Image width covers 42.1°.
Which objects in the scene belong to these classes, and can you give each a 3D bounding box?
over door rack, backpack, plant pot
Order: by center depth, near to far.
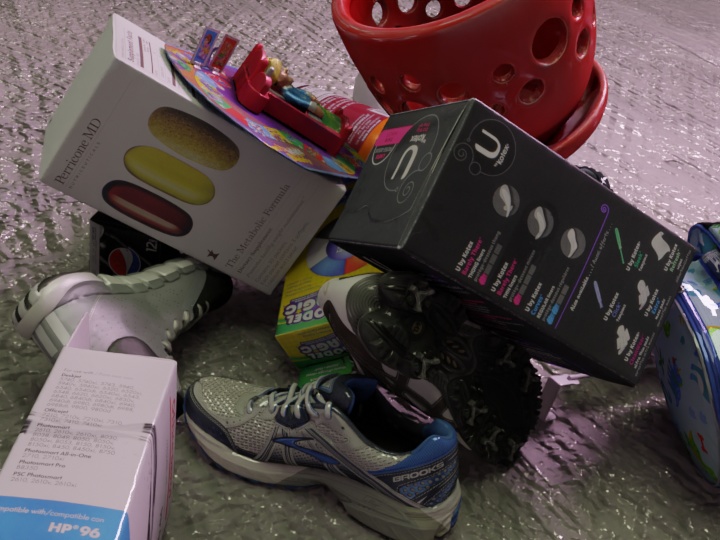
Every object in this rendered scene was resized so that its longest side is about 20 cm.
[{"bbox_3d":[0.292,0.075,0.650,0.147,0.183,0.200,-17,35,1],"label":"backpack"},{"bbox_3d":[0.098,-0.181,0.774,0.200,0.183,0.201,-16,41,14],"label":"plant pot"},{"bbox_3d":[0.179,0.038,0.789,0.200,0.067,0.148,-14,35,-34],"label":"over door rack"}]

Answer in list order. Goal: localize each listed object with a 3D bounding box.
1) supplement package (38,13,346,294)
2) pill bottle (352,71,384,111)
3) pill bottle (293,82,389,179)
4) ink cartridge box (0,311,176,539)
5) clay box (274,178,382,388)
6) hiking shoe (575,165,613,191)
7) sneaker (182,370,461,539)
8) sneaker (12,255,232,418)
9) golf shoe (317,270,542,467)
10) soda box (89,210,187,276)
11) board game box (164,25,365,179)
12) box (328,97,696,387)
[{"bbox_3d":[-0.131,-0.088,0.729,0.200,0.114,0.110,27,20,-28],"label":"supplement package"},{"bbox_3d":[0.098,-0.202,1.140,0.200,0.115,0.114,-3,31,-20],"label":"pill bottle"},{"bbox_3d":[-0.041,-0.129,0.976,0.200,0.113,0.113,24,33,27],"label":"pill bottle"},{"bbox_3d":[-0.143,0.123,0.504,0.068,0.116,0.200,7,30,-3],"label":"ink cartridge box"},{"bbox_3d":[0.000,0.000,0.742,0.115,0.048,0.200,-15,40,18],"label":"clay box"},{"bbox_3d":[0.144,-0.042,0.872,0.087,0.075,0.200,-32,13,-37],"label":"hiking shoe"},{"bbox_3d":[-0.023,0.097,0.613,0.200,0.085,0.077,17,30,16],"label":"sneaker"},{"bbox_3d":[-0.148,0.057,0.687,0.116,0.075,0.200,52,30,17],"label":"sneaker"},{"bbox_3d":[0.050,0.060,0.634,0.094,0.200,0.078,14,64,50],"label":"golf shoe"},{"bbox_3d":[-0.176,-0.055,0.852,0.063,0.071,0.200,13,30,4],"label":"soda box"},{"bbox_3d":[-0.055,-0.135,0.736,0.158,0.039,0.200,43,18,20],"label":"board game box"},{"bbox_3d":[0.100,-0.017,0.629,0.200,0.106,0.122,29,-8,-23],"label":"box"}]
